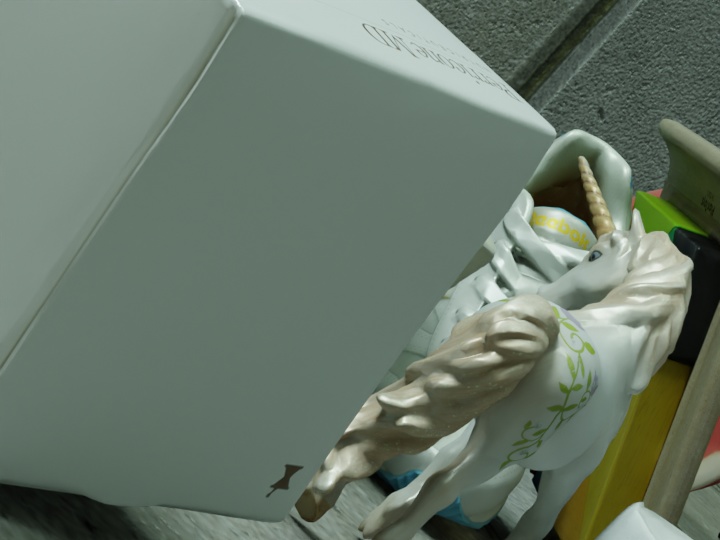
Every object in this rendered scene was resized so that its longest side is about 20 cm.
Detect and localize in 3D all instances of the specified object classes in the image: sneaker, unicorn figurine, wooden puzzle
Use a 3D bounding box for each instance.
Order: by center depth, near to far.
[{"bbox_3d":[0.049,0.040,0.805,0.074,0.137,0.200,42,5,2],"label":"unicorn figurine"},{"bbox_3d":[0.053,0.018,1.007,0.076,0.081,0.200,31,38,-4],"label":"sneaker"},{"bbox_3d":[0.108,0.046,1.023,0.037,0.201,0.185,14,9,-7],"label":"wooden puzzle"}]

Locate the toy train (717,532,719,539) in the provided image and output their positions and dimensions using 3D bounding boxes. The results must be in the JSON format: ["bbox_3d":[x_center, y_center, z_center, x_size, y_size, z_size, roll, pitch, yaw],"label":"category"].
[{"bbox_3d":[0.148,0.111,0.770,0.046,0.034,0.200,45,5,-14],"label":"toy train"}]

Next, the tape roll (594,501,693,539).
[{"bbox_3d":[0.134,0.165,0.806,0.202,0.071,0.202,42,6,-5],"label":"tape roll"}]

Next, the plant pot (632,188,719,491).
[{"bbox_3d":[0.197,0.052,1.634,0.200,0.201,0.177,43,15,5],"label":"plant pot"}]

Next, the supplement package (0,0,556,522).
[{"bbox_3d":[-0.077,-0.054,0.605,0.200,0.120,0.121,46,18,33],"label":"supplement package"}]

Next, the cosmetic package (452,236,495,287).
[{"bbox_3d":[-0.054,-0.054,0.890,0.200,0.103,0.088,40,26,-46],"label":"cosmetic package"}]
